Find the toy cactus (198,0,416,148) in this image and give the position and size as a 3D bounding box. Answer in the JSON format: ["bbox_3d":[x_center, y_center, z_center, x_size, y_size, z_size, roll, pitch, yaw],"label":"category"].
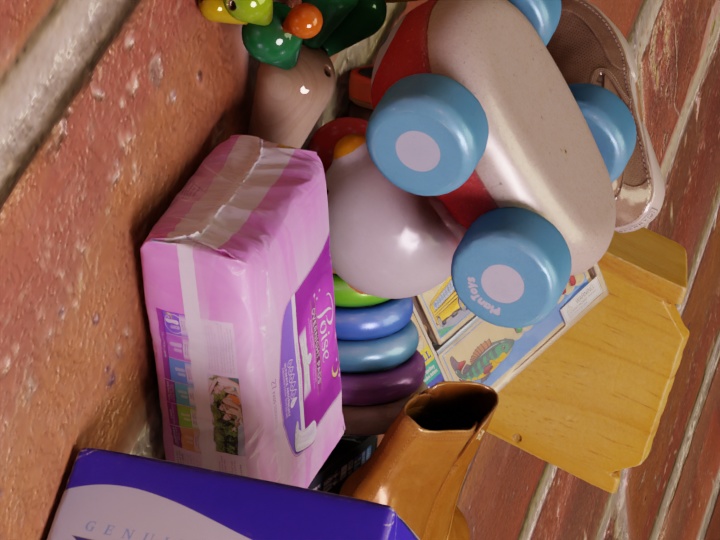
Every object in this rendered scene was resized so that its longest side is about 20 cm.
[{"bbox_3d":[-0.033,-0.144,1.214,0.165,0.102,0.200,-68,169,25],"label":"toy cactus"}]

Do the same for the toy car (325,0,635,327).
[{"bbox_3d":[0.029,-0.055,1.244,0.177,0.200,0.184,57,34,-19],"label":"toy car"}]

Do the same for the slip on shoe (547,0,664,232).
[{"bbox_3d":[0.159,-0.120,1.536,0.061,0.076,0.200,22,47,-48],"label":"slip on shoe"}]

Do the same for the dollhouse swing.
[{"bbox_3d":[0.200,0.036,1.761,0.176,0.182,0.200,-34,145,-54],"label":"dollhouse swing"}]

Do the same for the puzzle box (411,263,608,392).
[{"bbox_3d":[0.082,0.022,1.495,0.200,0.025,0.133,-40,125,-22],"label":"puzzle box"}]

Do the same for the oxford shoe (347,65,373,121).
[{"bbox_3d":[0.064,-0.101,1.448,0.200,0.071,0.073,-5,110,-41],"label":"oxford shoe"}]

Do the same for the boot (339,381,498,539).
[{"bbox_3d":[0.052,0.133,1.376,0.144,0.071,0.201,-58,160,19],"label":"boot"}]

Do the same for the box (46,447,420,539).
[{"bbox_3d":[-0.079,0.209,1.082,0.105,0.184,0.200,58,45,-59],"label":"box"}]

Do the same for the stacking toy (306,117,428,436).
[{"bbox_3d":[0.000,0.000,1.361,0.085,0.085,0.200,-41,133,-60],"label":"stacking toy"}]

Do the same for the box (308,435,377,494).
[{"bbox_3d":[-0.049,0.198,1.364,0.200,0.043,0.161,-26,123,-67],"label":"box"}]

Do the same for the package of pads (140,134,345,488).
[{"bbox_3d":[-0.063,0.037,1.202,0.121,0.076,0.200,-54,147,-49],"label":"package of pads"}]
